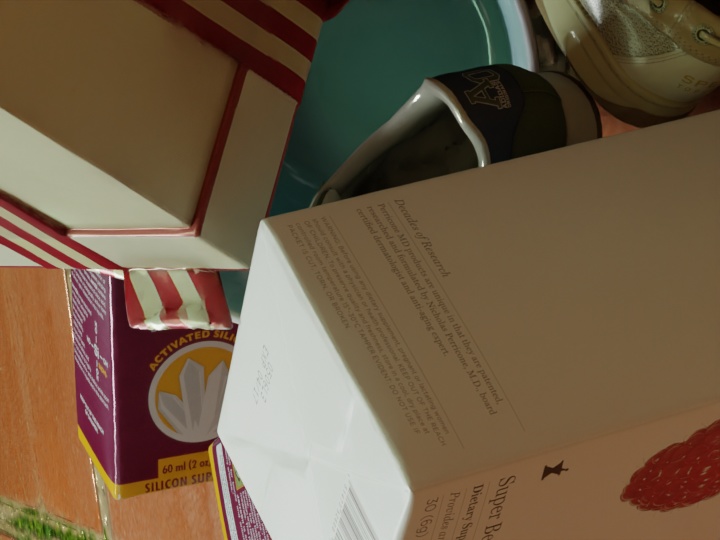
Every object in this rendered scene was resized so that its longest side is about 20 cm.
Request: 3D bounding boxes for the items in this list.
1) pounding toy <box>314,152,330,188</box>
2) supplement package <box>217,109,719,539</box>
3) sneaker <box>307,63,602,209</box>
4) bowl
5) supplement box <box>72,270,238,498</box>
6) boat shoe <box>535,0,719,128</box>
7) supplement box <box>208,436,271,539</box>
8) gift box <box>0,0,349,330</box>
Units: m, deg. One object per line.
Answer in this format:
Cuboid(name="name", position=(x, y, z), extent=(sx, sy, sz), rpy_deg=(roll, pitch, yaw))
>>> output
Cuboid(name="pounding toy", position=(-0.031, -0.099, 1.209), extent=(0.184, 0.142, 0.201), rpy_deg=(170, 91, -70))
Cuboid(name="supplement package", position=(0.069, 0.040, 0.885), extent=(0.120, 0.200, 0.121), rpy_deg=(59, 152, 33))
Cuboid(name="sneaker", position=(0.000, 0.000, 0.949), extent=(0.200, 0.090, 0.067), rpy_deg=(-51, 63, 19))
Cuboid(name="bowl", position=(-0.010, -0.081, 1.047), extent=(0.105, 0.200, 0.201), rpy_deg=(-29, -65, -68))
Cuboid(name="supplement box", position=(-0.108, 0.022, 1.508), extent=(0.086, 0.110, 0.201), rpy_deg=(-133, 38, -57))
Cuboid(name="boat shoe", position=(0.078, -0.150, 0.955), extent=(0.063, 0.073, 0.201), rpy_deg=(-44, 69, 45))
Cuboid(name="supplement box", position=(-0.009, 0.119, 1.328), extent=(0.200, 0.085, 0.111), rpy_deg=(140, 120, -68))
Cuboid(name="gift box", position=(-0.108, -0.091, 0.889), extent=(0.200, 0.187, 0.185), rpy_deg=(7, 73, 40))
